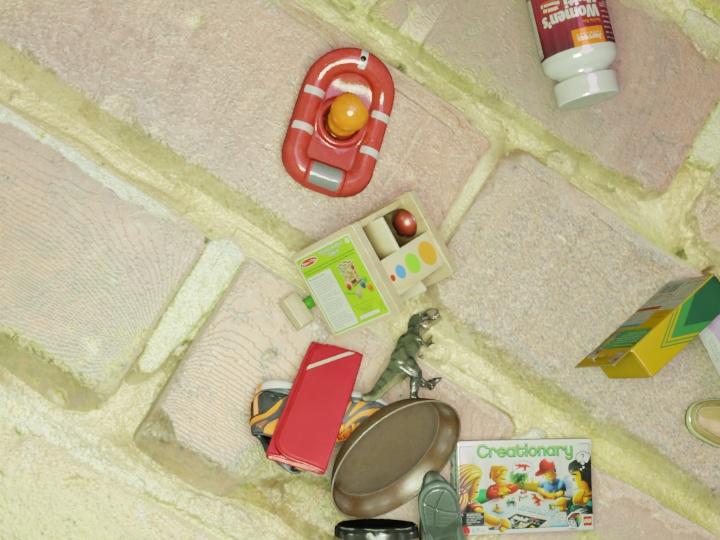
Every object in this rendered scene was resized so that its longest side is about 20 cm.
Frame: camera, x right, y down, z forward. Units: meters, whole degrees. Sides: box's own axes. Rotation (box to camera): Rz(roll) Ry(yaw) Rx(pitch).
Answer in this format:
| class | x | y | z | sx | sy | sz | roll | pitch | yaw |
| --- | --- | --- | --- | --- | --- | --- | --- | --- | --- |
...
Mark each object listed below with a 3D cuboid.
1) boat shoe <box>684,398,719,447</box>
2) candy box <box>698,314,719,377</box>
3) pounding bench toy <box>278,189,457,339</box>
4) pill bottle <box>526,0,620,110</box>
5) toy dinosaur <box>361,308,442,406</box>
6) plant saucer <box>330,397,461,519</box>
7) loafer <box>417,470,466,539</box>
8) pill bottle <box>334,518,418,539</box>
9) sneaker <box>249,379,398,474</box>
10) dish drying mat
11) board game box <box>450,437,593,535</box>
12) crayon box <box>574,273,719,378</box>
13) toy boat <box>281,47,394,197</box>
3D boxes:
| class | x | y | z | sx | sy | sz | roll | pitch | yaw |
| --- | --- | --- | --- | --- | --- | --- | --- | --- | --- |
| boat shoe | 0.574 | 0.230 | 1.486 | 0.199 | 0.076 | 0.072 | 12 | 83 | -11 |
| candy box | 0.601 | 0.106 | 1.479 | 0.200 | 0.072 | 0.168 | -22 | 81 | -29 |
| pounding bench toy | 0.000 | 0.000 | 1.359 | 0.156 | 0.200 | 0.124 | -32 | 95 | -46 |
| pill bottle | 0.306 | -0.341 | 1.472 | 0.109 | 0.110 | 0.201 | -12 | 86 | -14 |
| toy dinosaur | 0.067 | 0.137 | 1.372 | 0.088 | 0.047 | 0.200 | 48 | 44 | -11 |
| plant saucer | 0.040 | 0.237 | 1.326 | 0.200 | 0.201 | 0.034 | -32 | 48 | -15 |
| loafer | 0.109 | 0.363 | 1.363 | 0.072 | 0.063 | 0.201 | -5 | 106 | -4 |
| pill bottle | 0.020 | 0.426 | 1.313 | 0.111 | 0.112 | 0.201 | 2 | 83 | -13 |
| sneaker | -0.047 | 0.214 | 1.318 | 0.199 | 0.078 | 0.112 | 8 | 42 | -3 |
| dish drying mat | -0.055 | 0.168 | 1.294 | 0.077 | 0.018 | 0.200 | 16 | 41 | 4 |
| board game box | 0.224 | 0.297 | 1.416 | 0.199 | 0.035 | 0.127 | 1 | 83 | -13 |
| crayon box | 0.410 | 0.091 | 1.438 | 0.200 | 0.126 | 0.052 | -38 | 93 | -14 |
| toy boat | -0.022 | -0.204 | 1.366 | 0.130 | 0.131 | 0.201 | 18 | 80 | -11 |
